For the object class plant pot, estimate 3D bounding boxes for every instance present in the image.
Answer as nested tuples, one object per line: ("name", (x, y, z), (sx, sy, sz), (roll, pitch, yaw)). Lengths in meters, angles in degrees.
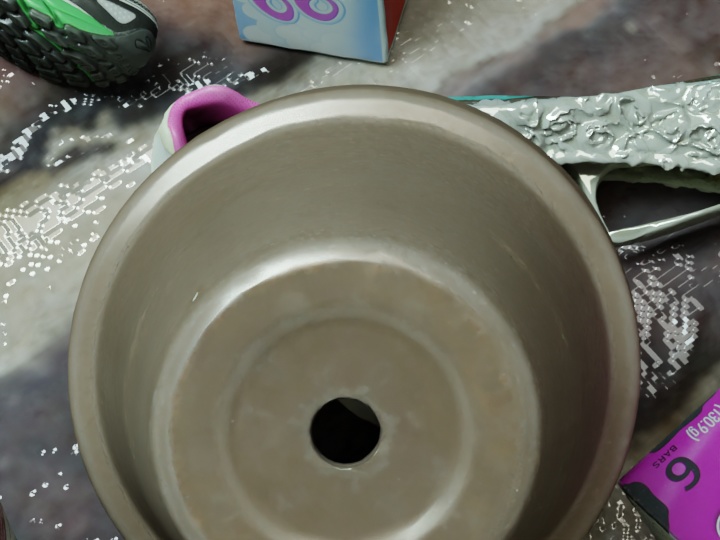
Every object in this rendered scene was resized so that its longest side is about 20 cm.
("plant pot", (-0.001, 0.040, 0.744), (0.200, 0.175, 0.200), (0, 95, 0))

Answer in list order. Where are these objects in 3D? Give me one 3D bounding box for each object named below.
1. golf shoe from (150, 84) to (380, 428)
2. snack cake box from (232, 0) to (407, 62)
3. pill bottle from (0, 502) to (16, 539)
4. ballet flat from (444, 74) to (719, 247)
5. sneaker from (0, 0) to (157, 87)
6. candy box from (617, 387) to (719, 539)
("golf shoe", (0.000, 0.000, 0.857), (0.200, 0.092, 0.075), (29, 65, 17))
("snack cake box", (-0.011, -0.185, 0.896), (0.067, 0.200, 0.115), (10, 62, 10))
("pill bottle", (-0.161, 0.089, 0.693), (0.114, 0.200, 0.114), (-1, 59, 2))
("ballet flat", (0.080, -0.041, 0.890), (0.200, 0.072, 0.072), (-5, 61, 2))
("sneaker", (-0.152, -0.151, 0.951), (0.085, 0.078, 0.200), (-45, 67, -8))
("candy box", (0.197, 0.090, 0.753), (0.136, 0.061, 0.200), (-42, 42, -5))
